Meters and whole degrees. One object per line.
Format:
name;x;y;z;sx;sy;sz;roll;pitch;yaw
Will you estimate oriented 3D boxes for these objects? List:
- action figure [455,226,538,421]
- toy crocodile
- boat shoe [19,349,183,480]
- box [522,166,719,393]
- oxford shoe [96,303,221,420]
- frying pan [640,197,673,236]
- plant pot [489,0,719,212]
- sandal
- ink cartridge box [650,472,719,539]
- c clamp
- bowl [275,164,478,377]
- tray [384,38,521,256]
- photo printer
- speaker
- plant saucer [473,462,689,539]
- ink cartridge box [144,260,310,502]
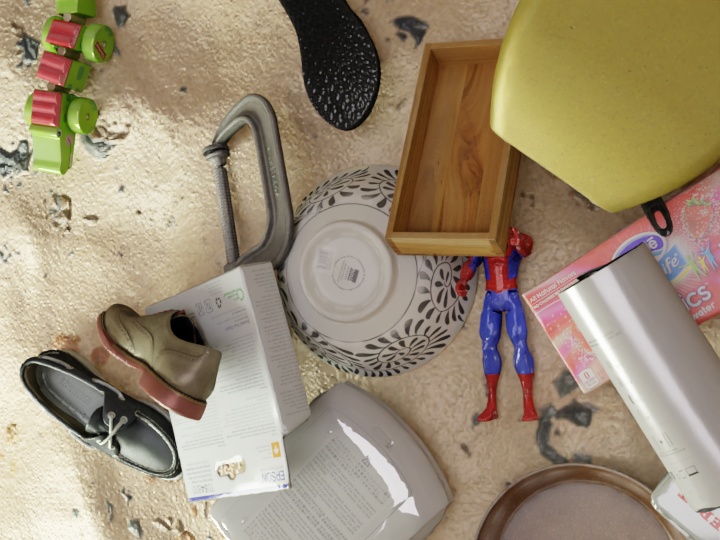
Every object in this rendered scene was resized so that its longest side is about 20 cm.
action figure;0.120;0.034;1.058;0.065;0.099;0.200;-3;87;19
toy crocodile;-0.303;-0.197;1.225;0.067;0.062;0.200;15;96;19
boat shoe;-0.259;0.149;1.213;0.200;0.060;0.076;28;99;17
box;0.249;0.005;1.006;0.200;0.095;0.103;-33;82;17
oxford shoe;-0.182;0.067;1.122;0.200;0.070;0.075;33;94;48
frying pan;0.235;-0.103;1.002;0.115;0.031;0.190;-43;43;-1
plant pot;0.202;-0.163;0.887;0.194;0.196;0.200;35;119;1
sandal;-0.025;-0.221;1.137;0.075;0.048;0.201;-26;69;20
ink cartridge box;0.356;0.157;0.977;0.147;0.083;0.200;43;104;15
c clamp;-0.118;-0.060;1.147;0.171;0.027;0.200;-22;71;53
bowl;0.000;0.000;1.096;0.201;0.094;0.201;0;90;17
tray;0.090;-0.108;1.050;0.099;0.037;0.200;1;65;24
photo printer;-0.023;0.215;1.123;0.166;0.069;0.200;46;104;15
speaker;0.235;0.080;0.924;0.081;0.081;0.200;-33;85;17
plant saucer;0.197;0.267;1.063;0.200;0.034;0.200;0;91;21
ink cartridge box;-0.123;0.109;1.124;0.200;0.041;0.200;-19;82;52
